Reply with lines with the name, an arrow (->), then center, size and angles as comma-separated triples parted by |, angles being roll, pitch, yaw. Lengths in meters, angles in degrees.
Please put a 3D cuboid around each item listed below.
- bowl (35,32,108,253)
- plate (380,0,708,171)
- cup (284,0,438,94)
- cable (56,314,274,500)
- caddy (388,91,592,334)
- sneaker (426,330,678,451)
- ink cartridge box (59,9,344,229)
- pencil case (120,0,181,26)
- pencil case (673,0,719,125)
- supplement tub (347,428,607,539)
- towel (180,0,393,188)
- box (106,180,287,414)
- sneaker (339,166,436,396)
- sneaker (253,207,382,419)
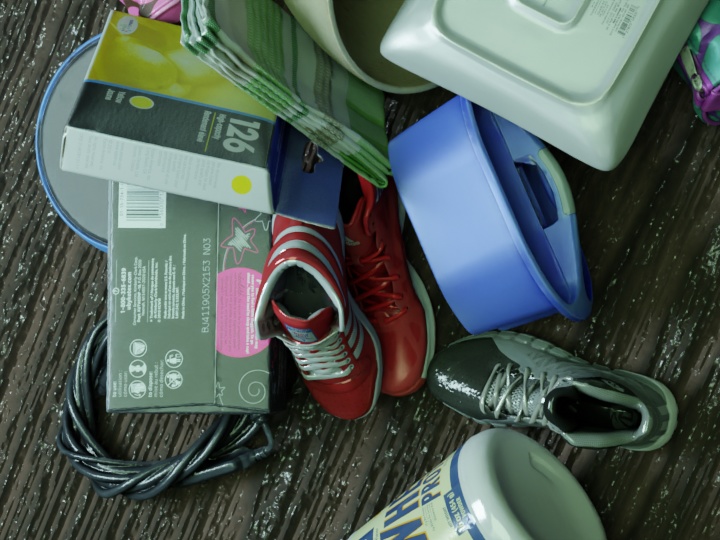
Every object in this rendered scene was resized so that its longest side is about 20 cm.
bowl -> -0.178, -0.107, 1.624 | 0.199, 0.039, 0.202 | 0, 89, 19
plate -> 0.141, -0.202, 1.411 | 0.199, 0.032, 0.200 | 29, 86, 12
cup -> 0.007, -0.251, 1.499 | 0.143, 0.200, 0.202 | 27, 99, 43
cable -> -0.168, 0.100, 1.612 | 0.199, 0.051, 0.164 | -17, 84, 19
caddy -> 0.108, -0.047, 1.472 | 0.105, 0.141, 0.201 | -26, 82, 22
sneaker -> 0.134, 0.090, 1.473 | 0.199, 0.115, 0.076 | 9, 92, 18
ink cartridge box -> -0.105, -0.114, 1.444 | 0.198, 0.198, 0.047 | 10, 120, -3
pencil case -> -0.193, -0.258, 1.585 | 0.200, 0.090, 0.094 | 51, 137, 24
pencil case -> 0.230, -0.209, 1.457 | 0.200, 0.092, 0.085 | 54, 139, 14
supplement tub -> 0.070, 0.228, 1.469 | 0.200, 0.145, 0.145 | -42, 77, 26
towel -> -0.052, -0.160, 1.476 | 0.200, 0.150, 0.031 | 34, 118, -27
box -> -0.124, 0.010, 1.521 | 0.131, 0.115, 0.202 | 0, 86, 5
sneaker -> 0.000, 0.000, 1.520 | 0.078, 0.115, 0.202 | -15, 85, 18
sneaker -> -0.031, 0.050, 1.452 | 0.071, 0.113, 0.201 | -9, 121, 10
